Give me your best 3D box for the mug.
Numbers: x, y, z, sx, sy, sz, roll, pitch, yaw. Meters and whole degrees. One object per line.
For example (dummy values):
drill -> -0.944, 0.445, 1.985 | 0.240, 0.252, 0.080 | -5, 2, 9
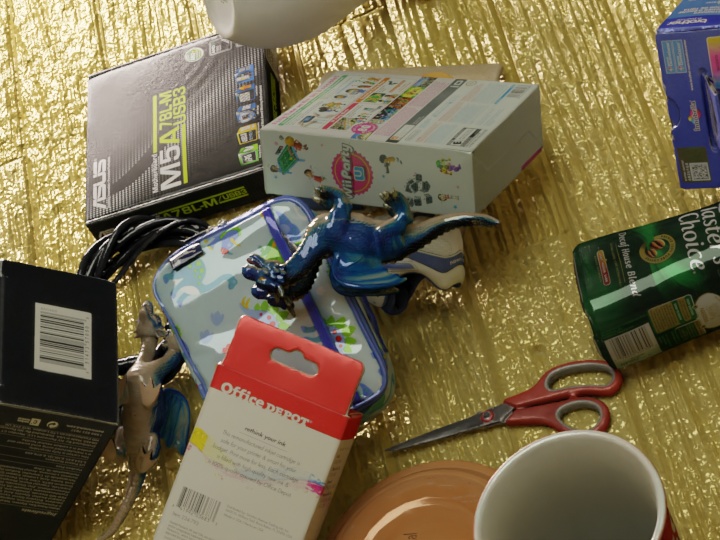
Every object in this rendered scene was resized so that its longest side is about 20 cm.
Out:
mug -> 0.153, 0.228, 1.453 | 0.176, 0.200, 0.134 | -25, 49, 8

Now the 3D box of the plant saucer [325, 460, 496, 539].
plant saucer -> 0.053, 0.235, 1.611 | 0.199, 0.032, 0.202 | -13, 50, 16

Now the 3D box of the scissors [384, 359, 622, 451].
scissors -> 0.116, 0.112, 1.687 | 0.198, 0.014, 0.074 | -7, 55, 23

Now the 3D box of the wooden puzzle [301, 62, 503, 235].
wooden puzzle -> 0.023, -0.116, 1.880 | 0.184, 0.046, 0.201 | 0, 55, 26

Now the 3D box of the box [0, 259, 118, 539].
box -> -0.283, 0.115, 1.745 | 0.106, 0.200, 0.149 | 11, 47, -21

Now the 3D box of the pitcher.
pitcher -> -0.059, -0.290, 1.993 | 0.199, 0.122, 0.171 | -18, 27, -23

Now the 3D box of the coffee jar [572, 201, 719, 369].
coffee jar -> 0.273, -0.001, 1.642 | 0.198, 0.086, 0.105 | -19, 41, 11

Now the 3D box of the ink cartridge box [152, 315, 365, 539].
ink cartridge box -> -0.074, 0.148, 1.641 | 0.115, 0.067, 0.202 | 21, 90, 11

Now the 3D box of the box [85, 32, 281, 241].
box -> -0.169, -0.133, 1.988 | 0.191, 0.048, 0.201 | -14, 50, 12

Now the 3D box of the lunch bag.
lunch bag -> -0.068, 0.049, 1.724 | 0.160, 0.082, 0.201 | -26, 79, 6

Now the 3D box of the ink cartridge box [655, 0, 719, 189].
ink cartridge box -> 0.297, -0.153, 1.662 | 0.076, 0.138, 0.200 | -1, 25, 29

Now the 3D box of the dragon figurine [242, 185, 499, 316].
dragon figurine -> 0.006, -0.010, 1.656 | 0.198, 0.059, 0.100 | 6, 80, -4

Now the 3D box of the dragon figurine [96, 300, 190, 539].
dragon figurine -> -0.181, 0.130, 1.774 | 0.058, 0.099, 0.202 | 6, 97, 16

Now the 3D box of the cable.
cable -> -0.199, 0.032, 1.875 | 0.200, 0.051, 0.163 | -45, 49, -12

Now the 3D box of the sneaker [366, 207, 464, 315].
sneaker -> 0.000, 0.000, 1.785 | 0.199, 0.075, 0.089 | -17, 84, 35

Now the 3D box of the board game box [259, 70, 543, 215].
board game box -> 0.036, -0.111, 1.764 | 0.198, 0.065, 0.147 | 8, 29, 27
